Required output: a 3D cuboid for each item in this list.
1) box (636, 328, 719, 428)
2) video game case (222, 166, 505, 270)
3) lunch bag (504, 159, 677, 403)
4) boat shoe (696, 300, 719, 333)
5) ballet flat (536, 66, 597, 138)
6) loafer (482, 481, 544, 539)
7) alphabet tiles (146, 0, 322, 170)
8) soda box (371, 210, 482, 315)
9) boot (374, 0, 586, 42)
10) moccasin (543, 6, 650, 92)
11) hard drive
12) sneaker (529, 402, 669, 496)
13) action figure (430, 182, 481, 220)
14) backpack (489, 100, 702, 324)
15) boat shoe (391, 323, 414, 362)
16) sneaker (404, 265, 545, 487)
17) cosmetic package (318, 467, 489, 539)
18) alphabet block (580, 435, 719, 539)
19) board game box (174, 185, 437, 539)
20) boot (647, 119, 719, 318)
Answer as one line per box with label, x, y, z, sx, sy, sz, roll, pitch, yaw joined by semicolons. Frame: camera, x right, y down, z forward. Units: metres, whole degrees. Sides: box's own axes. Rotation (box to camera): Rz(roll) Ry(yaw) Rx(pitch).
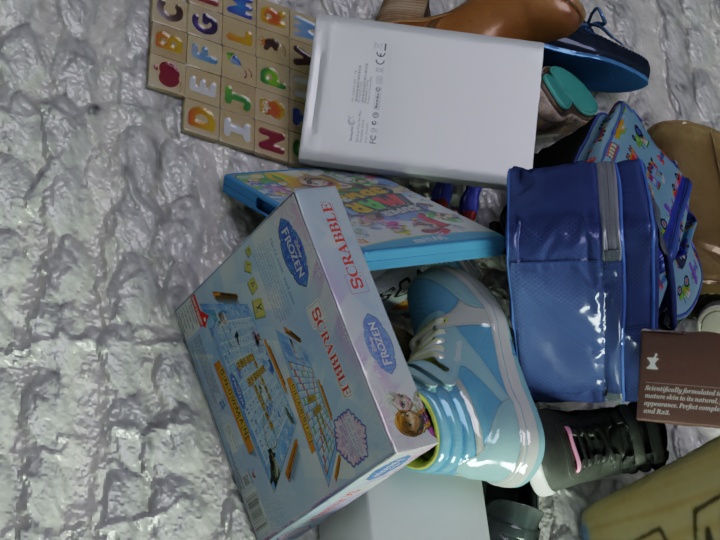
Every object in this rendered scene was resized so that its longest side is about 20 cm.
box;0.285;0.085;1.269;0.200;0.100;0.075;14;81;-67
video game case;0.000;-0.046;1.314;0.143;0.018;0.200;-6;23;-36
lunch bag;0.187;0.017;1.311;0.132;0.201;0.136;-3;36;8
boat shoe;0.396;0.085;1.571;0.200;0.067;0.057;37;33;-17
ballet flat;0.171;-0.154;1.538;0.068;0.067;0.200;57;18;9
loafer;0.111;0.204;1.297;0.068;0.070;0.201;19;55;-24
alphabet tiles;-0.092;-0.172;1.421;0.199;0.006;0.167;16;57;-26
soda box;0.000;0.000;1.346;0.199;0.064;0.069;-7;68;-36
boot;0.096;-0.185;1.459;0.199;0.077;0.156;5;56;11
moccasin;0.203;-0.231;1.603;0.199;0.080;0.069;16;67;-27
hard drive;0.053;-0.144;1.405;0.199;0.026;0.133;7;77;-2
sneaker;0.191;0.136;1.314;0.200;0.099;0.071;10;66;-68
action figure;0.095;-0.110;1.487;0.065;0.052;0.201;17;53;-20
backpack;0.233;-0.023;1.460;0.200;0.134;0.183;51;35;-11
boat shoe;0.009;0.082;1.300;0.201;0.066;0.072;44;35;-35
sneaker;0.052;0.071;1.235;0.130;0.080;0.201;7;44;-35
cosmetic package;0.034;0.213;1.233;0.112;0.081;0.201;9;59;-29
alphabet block;0.325;0.255;1.327;0.194;0.200;0.197;5;62;-31
board game box;-0.046;0.073;1.182;0.041;0.199;0.201;-9;70;-37
boot;0.373;-0.044;1.624;0.174;0.066;0.201;14;56;-27
